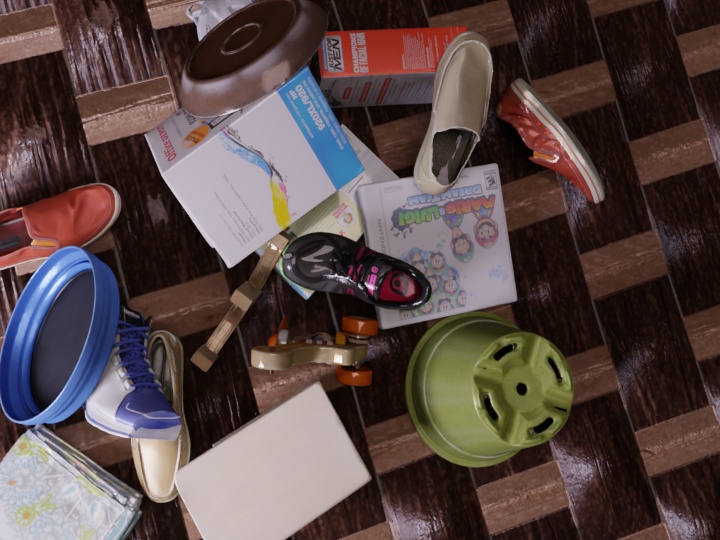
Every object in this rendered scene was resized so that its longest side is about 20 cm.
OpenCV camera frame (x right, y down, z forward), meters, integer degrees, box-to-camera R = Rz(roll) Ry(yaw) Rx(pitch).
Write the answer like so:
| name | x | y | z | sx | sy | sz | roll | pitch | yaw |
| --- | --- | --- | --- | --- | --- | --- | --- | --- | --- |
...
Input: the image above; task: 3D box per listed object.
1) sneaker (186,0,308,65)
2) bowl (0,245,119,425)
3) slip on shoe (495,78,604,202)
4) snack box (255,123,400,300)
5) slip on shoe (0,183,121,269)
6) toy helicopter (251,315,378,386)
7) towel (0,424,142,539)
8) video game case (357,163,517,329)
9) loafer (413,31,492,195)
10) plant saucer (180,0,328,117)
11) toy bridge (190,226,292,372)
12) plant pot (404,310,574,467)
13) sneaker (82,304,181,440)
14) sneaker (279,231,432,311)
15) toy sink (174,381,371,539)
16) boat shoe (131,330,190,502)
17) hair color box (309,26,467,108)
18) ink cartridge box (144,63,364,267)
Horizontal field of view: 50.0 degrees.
| name | x | y | z | sx | sy | sz | roll | pitch | yaw |
| --- | --- | --- | --- | --- | --- | --- | --- | --- | --- |
| sneaker | -0.143 | -0.286 | 1.008 | 0.113 | 0.075 | 0.203 | -27 | 83 | -9 |
| bowl | -0.343 | 0.075 | 0.881 | 0.039 | 0.197 | 0.206 | 27 | 77 | -44 |
| slip on shoe | 0.260 | -0.168 | 1.054 | 0.061 | 0.074 | 0.200 | -41 | 98 | 24 |
| snack box | -0.047 | -0.076 | 1.009 | 0.116 | 0.037 | 0.201 | 42 | 79 | -2 |
| slip on shoe | -0.388 | -0.054 | 0.944 | 0.195 | 0.061 | 0.076 | -21 | 84 | -12 |
| toy helicopter | -0.071 | 0.092 | 0.914 | 0.129 | 0.199 | 0.081 | 9 | 94 | 27 |
| towel | -0.374 | 0.308 | 0.905 | 0.169 | 0.048 | 0.202 | 35 | 79 | 1 |
| video game case | 0.103 | -0.034 | 1.013 | 0.195 | 0.024 | 0.188 | -10 | 93 | -15 |
| loafer | 0.122 | -0.187 | 0.949 | 0.074 | 0.068 | 0.205 | 9 | 104 | -16 |
| plant saucer | -0.129 | -0.254 | 0.883 | 0.200 | 0.199 | 0.032 | -42 | 130 | -11 |
| toy bridge | -0.142 | 0.030 | 0.960 | 0.027 | 0.067 | 0.202 | 33 | 99 | -1 |
| plant pot | 0.167 | 0.143 | 0.935 | 0.194 | 0.190 | 0.206 | 1 | 82 | -9 |
| sneaker | -0.270 | 0.105 | 0.874 | 0.080 | 0.197 | 0.118 | 17 | 94 | -47 |
| sneaker | 0.000 | 0.000 | 0.932 | 0.195 | 0.084 | 0.079 | 11 | 88 | -14 |
| toy sink | -0.107 | 0.242 | 0.921 | 0.197 | 0.112 | 0.132 | -31 | 88 | -16 |
| boat shoe | -0.244 | 0.175 | 0.926 | 0.070 | 0.076 | 0.206 | -5 | 83 | -9 |
| hair color box | 0.036 | -0.264 | 1.011 | 0.194 | 0.111 | 0.066 | -6 | 82 | -10 |
| ink cartridge box | -0.127 | -0.140 | 0.911 | 0.198 | 0.148 | 0.146 | -36 | 125 | -3 |
